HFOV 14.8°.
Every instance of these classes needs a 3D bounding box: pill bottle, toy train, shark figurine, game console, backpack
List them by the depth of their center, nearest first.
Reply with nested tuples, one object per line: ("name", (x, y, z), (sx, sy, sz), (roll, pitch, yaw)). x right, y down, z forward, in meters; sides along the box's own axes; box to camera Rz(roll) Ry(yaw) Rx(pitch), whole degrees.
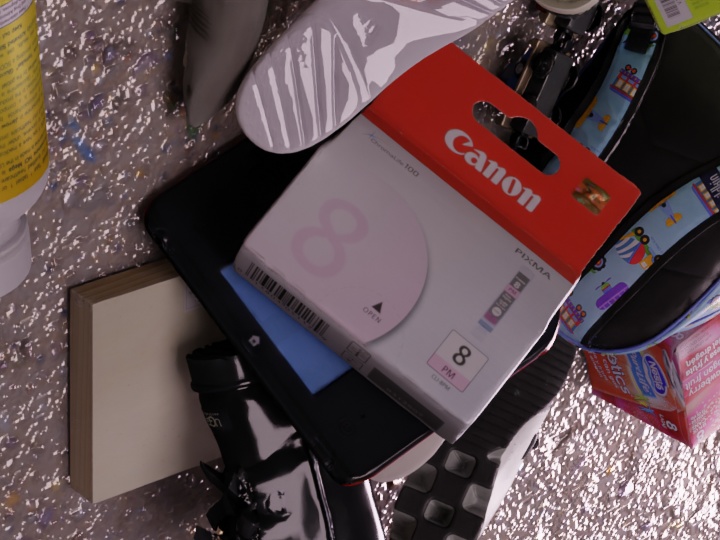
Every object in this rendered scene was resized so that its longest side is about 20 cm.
("pill bottle", (-0.213, -0.086, 1.370), (0.112, 0.112, 0.200), (-23, 126, -33))
("shark figurine", (-0.079, -0.179, 1.467), (0.128, 0.089, 0.215), (-48, 138, -14))
("game console", (0.000, 0.000, 1.581), (0.177, 0.200, 0.031), (-34, 172, -26))
("toy train", (0.130, -0.170, 1.696), (0.034, 0.046, 0.200), (20, 95, -41))
("backpack", (0.187, -0.043, 1.728), (0.200, 0.183, 0.135), (-48, 155, 8))

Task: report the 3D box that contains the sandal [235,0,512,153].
("sandal", (0.010, -0.148, 1.549), (0.207, 0.059, 0.079), (-38, 107, -2))

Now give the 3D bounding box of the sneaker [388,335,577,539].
("sneaker", (0.077, 0.103, 1.784), (0.200, 0.074, 0.089), (-60, 171, -5))

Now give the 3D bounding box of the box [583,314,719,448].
("box", (0.251, 0.017, 1.872), (0.200, 0.100, 0.096), (-35, 132, -25))

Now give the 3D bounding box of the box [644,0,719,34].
("box", (0.237, -0.216, 1.663), (0.048, 0.122, 0.200), (61, 23, -19))

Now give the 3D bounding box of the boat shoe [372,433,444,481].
("boat shoe", (0.045, 0.038, 1.717), (0.069, 0.072, 0.200), (-41, 150, -62))

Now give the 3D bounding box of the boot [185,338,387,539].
("boot", (-0.010, 0.104, 1.626), (0.198, 0.073, 0.163), (-18, 103, -29))

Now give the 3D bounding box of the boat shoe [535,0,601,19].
("boat shoe", (0.151, -0.235, 1.607), (0.066, 0.074, 0.200), (43, 63, -74))

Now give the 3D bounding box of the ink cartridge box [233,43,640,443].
("ink cartridge box", (0.049, -0.028, 1.566), (0.200, 0.163, 0.057), (-51, 178, -18))

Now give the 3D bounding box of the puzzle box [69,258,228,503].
("puzzle box", (-0.083, 0.047, 1.629), (0.200, 0.025, 0.133), (-18, 123, -36))
